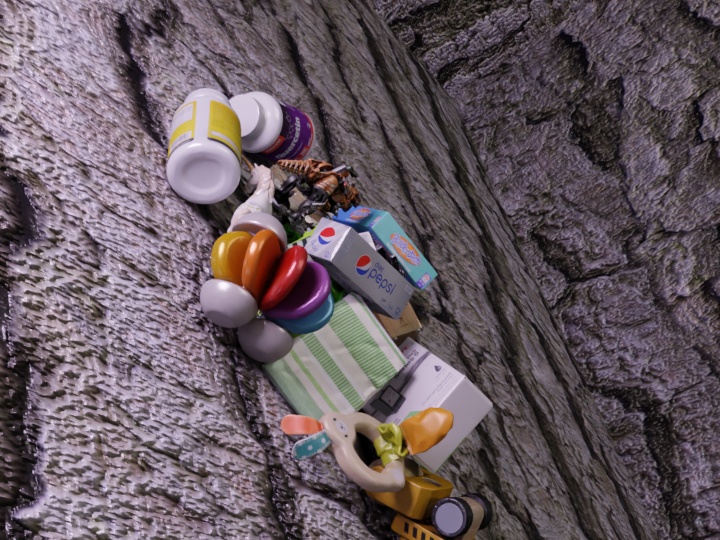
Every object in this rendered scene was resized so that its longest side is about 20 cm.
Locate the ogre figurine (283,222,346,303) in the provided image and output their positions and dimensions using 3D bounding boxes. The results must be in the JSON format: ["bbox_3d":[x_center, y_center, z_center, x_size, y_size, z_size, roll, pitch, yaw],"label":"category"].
[{"bbox_3d":[-0.077,0.024,1.628,0.120,0.098,0.200,23,26,-41],"label":"ogre figurine"}]

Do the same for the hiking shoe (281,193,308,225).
[{"bbox_3d":[-0.055,-0.051,1.807,0.200,0.074,0.087,54,38,-13],"label":"hiking shoe"}]

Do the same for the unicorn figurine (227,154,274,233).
[{"bbox_3d":[-0.169,-0.084,1.510,0.074,0.138,0.200,13,18,-10],"label":"unicorn figurine"}]

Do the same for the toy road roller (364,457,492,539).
[{"bbox_3d":[0.089,0.384,1.485,0.200,0.146,0.123,25,3,28],"label":"toy road roller"}]

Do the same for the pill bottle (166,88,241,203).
[{"bbox_3d":[-0.243,-0.202,1.536,0.112,0.112,0.200,45,22,-33],"label":"pill bottle"}]

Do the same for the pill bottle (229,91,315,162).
[{"bbox_3d":[-0.172,-0.265,1.819,0.113,0.112,0.200,63,19,15],"label":"pill bottle"}]

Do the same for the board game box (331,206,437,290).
[{"bbox_3d":[0.041,-0.046,1.781,0.152,0.045,0.200,51,-11,-21],"label":"board game box"}]

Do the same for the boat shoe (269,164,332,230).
[{"bbox_3d":[-0.100,-0.115,1.716,0.200,0.063,0.073,36,-13,26],"label":"boat shoe"}]

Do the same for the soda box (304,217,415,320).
[{"bbox_3d":[0.000,0.000,1.511,0.068,0.064,0.200,19,-16,43],"label":"soda box"}]

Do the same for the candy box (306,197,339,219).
[{"bbox_3d":[-0.038,-0.060,1.915,0.200,0.061,0.136,57,19,0],"label":"candy box"}]

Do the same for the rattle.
[{"bbox_3d":[0.010,0.226,1.377,0.200,0.143,0.131,34,48,-25],"label":"rattle"}]

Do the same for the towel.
[{"bbox_3d":[-0.034,0.142,1.473,0.200,0.023,0.153,-40,100,-30],"label":"towel"}]

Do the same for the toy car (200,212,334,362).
[{"bbox_3d":[-0.113,0.021,1.373,0.200,0.150,0.175,50,48,-38],"label":"toy car"}]

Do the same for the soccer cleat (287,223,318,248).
[{"bbox_3d":[-0.096,-0.006,1.535,0.081,0.068,0.200,36,50,21],"label":"soccer cleat"}]

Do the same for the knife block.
[{"bbox_3d":[0.033,0.059,1.727,0.176,0.064,0.200,63,-24,23],"label":"knife block"}]

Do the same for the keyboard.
[{"bbox_3d":[-0.153,-0.119,1.683,0.200,0.011,0.056,41,-10,3],"label":"keyboard"}]

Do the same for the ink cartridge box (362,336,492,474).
[{"bbox_3d":[0.096,0.212,1.573,0.084,0.146,0.200,44,-6,-27],"label":"ink cartridge box"}]

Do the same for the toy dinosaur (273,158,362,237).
[{"bbox_3d":[-0.077,-0.139,1.602,0.200,0.136,0.102,42,17,-36],"label":"toy dinosaur"}]

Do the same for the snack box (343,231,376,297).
[{"bbox_3d":[-0.015,0.007,1.685,0.024,0.200,0.072,-15,73,-26],"label":"snack box"}]
